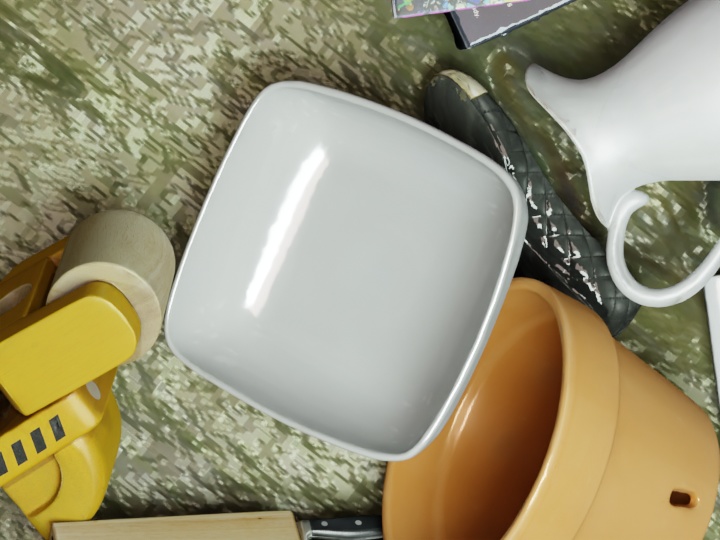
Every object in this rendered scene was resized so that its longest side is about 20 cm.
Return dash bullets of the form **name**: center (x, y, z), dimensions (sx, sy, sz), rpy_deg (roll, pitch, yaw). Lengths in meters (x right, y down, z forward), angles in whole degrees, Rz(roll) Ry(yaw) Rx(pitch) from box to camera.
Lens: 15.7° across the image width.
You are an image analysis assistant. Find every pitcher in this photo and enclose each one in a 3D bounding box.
- **pitcher**: center (0.222, -0.084, 1.592), dimensions (0.199, 0.121, 0.172), rpy_deg (-22, 90, 10)

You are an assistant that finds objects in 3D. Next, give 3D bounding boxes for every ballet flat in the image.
- **ballet flat**: center (0.104, -0.041, 1.638), dimensions (0.057, 0.066, 0.200), rpy_deg (-39, 99, -36)

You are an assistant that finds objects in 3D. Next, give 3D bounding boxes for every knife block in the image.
- **knife block**: center (-0.068, 0.185, 1.610), dimensions (0.175, 0.064, 0.200), rpy_deg (-36, 129, 14)

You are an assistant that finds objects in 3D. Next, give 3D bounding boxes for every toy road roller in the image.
- **toy road roller**: center (-0.181, 0.071, 1.606), dimensions (0.200, 0.123, 0.146), rpy_deg (-31, 110, 17)

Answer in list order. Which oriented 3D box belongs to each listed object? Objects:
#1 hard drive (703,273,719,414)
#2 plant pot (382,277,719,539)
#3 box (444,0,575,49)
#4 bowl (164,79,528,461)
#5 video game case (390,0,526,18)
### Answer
- **hard drive**: center (0.294, 0.095, 1.650), dimensions (0.131, 0.025, 0.201), rpy_deg (-8, 92, 4)
- **plant pot**: center (0.123, 0.122, 1.588), dimensions (0.140, 0.200, 0.201), rpy_deg (23, 97, -24)
- **box**: center (0.121, -0.240, 1.580), dimensions (0.199, 0.104, 0.148), rpy_deg (-24, 96, 2)
- **bowl**: center (0.000, 0.000, 1.601), dimensions (0.200, 0.075, 0.200), rpy_deg (25, 96, 22)
- **video game case**: center (0.105, -0.248, 1.508), dimensions (0.199, 0.036, 0.182), rpy_deg (-8, 97, 1)
